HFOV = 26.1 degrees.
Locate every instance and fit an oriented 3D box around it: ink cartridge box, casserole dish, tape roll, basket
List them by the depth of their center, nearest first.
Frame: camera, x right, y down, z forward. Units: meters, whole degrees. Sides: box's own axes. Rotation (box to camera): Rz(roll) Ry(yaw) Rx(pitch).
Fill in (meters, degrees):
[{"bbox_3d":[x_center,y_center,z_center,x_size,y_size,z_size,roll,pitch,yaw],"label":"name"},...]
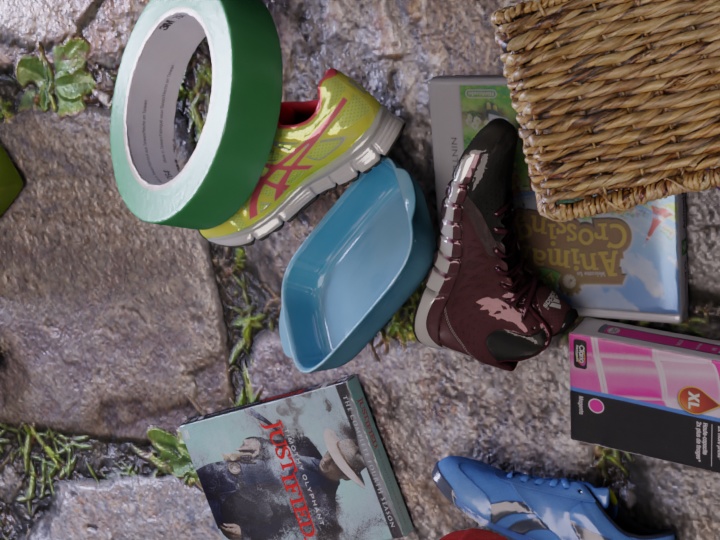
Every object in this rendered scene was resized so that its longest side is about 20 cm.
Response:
[{"bbox_3d":[0.204,-0.126,1.031,0.200,0.143,0.149,-15,93,17],"label":"basket"},{"bbox_3d":[0.249,0.097,1.137,0.200,0.037,0.095,9,117,28],"label":"ink cartridge box"},{"bbox_3d":[0.000,0.000,1.237,0.200,0.039,0.121,-49,40,36],"label":"casserole dish"},{"bbox_3d":[-0.136,-0.134,1.250,0.200,0.048,0.201,-14,73,52],"label":"tape roll"}]

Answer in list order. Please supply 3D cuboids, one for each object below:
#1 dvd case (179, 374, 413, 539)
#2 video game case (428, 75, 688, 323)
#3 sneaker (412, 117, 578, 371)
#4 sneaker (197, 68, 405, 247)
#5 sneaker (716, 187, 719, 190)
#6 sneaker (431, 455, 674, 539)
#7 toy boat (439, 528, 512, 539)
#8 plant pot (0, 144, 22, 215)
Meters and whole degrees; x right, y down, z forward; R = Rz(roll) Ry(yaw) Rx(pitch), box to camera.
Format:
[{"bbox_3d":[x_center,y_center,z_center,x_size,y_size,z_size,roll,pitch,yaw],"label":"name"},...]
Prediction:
[{"bbox_3d":[-0.060,0.181,1.371,0.200,0.022,0.146,-17,95,34],"label":"dvd case"},{"bbox_3d":[0.147,-0.056,1.168,0.200,0.022,0.182,4,107,31],"label":"video game case"},{"bbox_3d":[0.116,-0.010,1.153,0.115,0.076,0.200,26,128,18],"label":"sneaker"},{"bbox_3d":[-0.064,-0.094,1.243,0.200,0.078,0.090,-33,110,25],"label":"sneaker"},{"bbox_3d":[0.293,-0.059,1.035,0.200,0.088,0.081,30,120,22],"label":"sneaker"},{"bbox_3d":[0.152,0.184,1.218,0.200,0.066,0.078,28,106,22],"label":"sneaker"},{"bbox_3d":[0.098,0.315,1.245,0.130,0.131,0.200,5,107,31],"label":"toy boat"},{"bbox_3d":[-0.473,-0.087,1.453,0.200,0.181,0.199,-40,81,33],"label":"plant pot"}]
